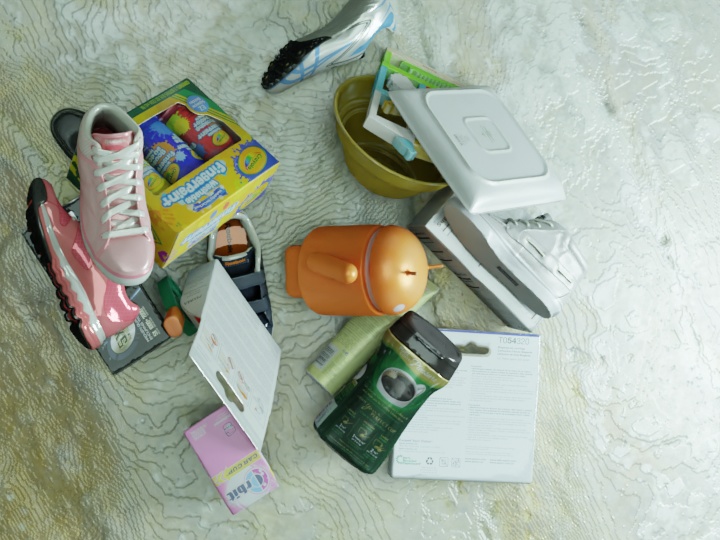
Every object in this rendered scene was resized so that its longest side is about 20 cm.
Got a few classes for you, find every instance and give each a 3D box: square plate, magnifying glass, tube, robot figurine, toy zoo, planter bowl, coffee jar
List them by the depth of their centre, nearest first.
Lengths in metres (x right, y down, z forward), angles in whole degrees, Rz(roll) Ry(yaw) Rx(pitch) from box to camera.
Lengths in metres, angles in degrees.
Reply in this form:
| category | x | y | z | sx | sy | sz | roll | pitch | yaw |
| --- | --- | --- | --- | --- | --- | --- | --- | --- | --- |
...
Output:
| category | x | y | z | sx | sy | sz | roll | pitch | yaw |
| --- | --- | --- | --- | --- | --- | --- | --- | --- | --- |
| magnifying glass | -0.223 | 0.052 | 1.552 | 0.022 | 0.200 | 0.080 | -30 | 99 | 0 |
| square plate | 0.154 | -0.162 | 1.600 | 0.197 | 0.028 | 0.201 | -9 | 59 | -45 |
| robot figurine | -0.001 | 0.001 | 1.608 | 0.144 | 0.198 | 0.118 | 57 | 42 | -44 |
| toy zoo | 0.074 | -0.201 | 1.623 | 0.130 | 0.201 | 0.021 | 24 | 130 | -10 |
| coffee jar | 0.037 | 0.153 | 1.624 | 0.104 | 0.085 | 0.200 | 39 | 96 | -3 |
| planter bowl | 0.040 | -0.154 | 1.635 | 0.199 | 0.201 | 0.084 | 25 | 130 | -10 |
| tube | 0.013 | 0.076 | 1.671 | 0.058 | 0.052 | 0.200 | 43 | 83 | -13 |

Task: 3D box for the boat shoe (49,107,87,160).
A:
| category | x | y | z | sx | sy | sz | roll | pitch | yaw |
| --- | --- | --- | --- | --- | --- | --- | --- | --- | --- |
| boat shoe | -0.306 | -0.137 | 1.604 | 0.200 | 0.068 | 0.072 | 41 | 86 | -7 |

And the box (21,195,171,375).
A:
| category | x | y | z | sx | sy | sz | roll | pitch | yaw |
| --- | --- | --- | --- | --- | --- | --- | --- | --- | --- |
| box | -0.318 | 0.016 | 1.553 | 0.086 | 0.164 | 0.201 | -33 | 97 | -8 |

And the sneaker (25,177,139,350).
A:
| category | x | y | z | sx | sy | sz | roll | pitch | yaw |
| --- | --- | --- | --- | --- | --- | --- | --- | --- | --- |
| sneaker | -0.315 | -0.016 | 1.446 | 0.086 | 0.074 | 0.202 | -24 | 98 | -24 |

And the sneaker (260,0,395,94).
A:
| category | x | y | z | sx | sy | sz | roll | pitch | yaw |
| --- | --- | --- | --- | --- | --- | --- | --- | --- | --- |
| sneaker | -0.039 | -0.285 | 1.651 | 0.199 | 0.072 | 0.073 | -35 | 123 | -1 |

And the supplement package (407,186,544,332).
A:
| category | x | y | z | sx | sy | sz | roll | pitch | yaw |
| --- | --- | --- | --- | --- | --- | --- | --- | --- | --- |
| supplement package | 0.176 | -0.030 | 1.668 | 0.200 | 0.109 | 0.114 | 44 | 84 | -8 |

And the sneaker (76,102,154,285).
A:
| category | x | y | z | sx | sy | sz | roll | pitch | yaw |
| --- | --- | --- | --- | --- | --- | --- | --- | --- | --- |
| sneaker | -0.269 | -0.090 | 1.390 | 0.074 | 0.105 | 0.202 | -8 | 67 | -20 |

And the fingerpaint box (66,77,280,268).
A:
| category | x | y | z | sx | sy | sz | roll | pitch | yaw |
| --- | --- | --- | --- | --- | --- | --- | --- | --- | --- |
| fingerpaint box | -0.224 | -0.123 | 1.542 | 0.167 | 0.074 | 0.200 | 43 | 46 | 8 |

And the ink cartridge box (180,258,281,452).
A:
| category | x | y | z | sx | sy | sz | roll | pitch | yaw |
| --- | --- | --- | --- | --- | --- | --- | --- | --- | --- |
| ink cartridge box | -0.162 | 0.105 | 1.524 | 0.047 | 0.201 | 0.161 | -23 | 118 | 18 |

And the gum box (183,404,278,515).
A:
| category | x | y | z | sx | sy | sz | roll | pitch | yaw |
| --- | --- | --- | --- | --- | --- | --- | --- | --- | --- |
| gum box | -0.160 | 0.228 | 1.571 | 0.066 | 0.200 | 0.114 | -32 | 88 | -8 |

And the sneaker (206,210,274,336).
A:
| category | x | y | z | sx | sy | sz | roll | pitch | yaw |
| --- | --- | --- | --- | --- | --- | --- | --- | --- | --- |
| sneaker | -0.157 | 0.015 | 1.626 | 0.078 | 0.079 | 0.202 | -15 | 95 | -10 |

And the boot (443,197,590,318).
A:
| category | x | y | z | sx | sy | sz | roll | pitch | yaw |
| --- | --- | --- | --- | --- | --- | --- | --- | --- | --- |
| boot | 0.198 | -0.040 | 1.589 | 0.200 | 0.073 | 0.096 | 46 | 73 | -12 |

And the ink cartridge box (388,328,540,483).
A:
| category | x | y | z | sx | sy | sz | roll | pitch | yaw |
| --- | --- | --- | --- | --- | --- | --- | --- | --- | --- |
| ink cartridge box | 0.139 | 0.179 | 1.699 | 0.194 | 0.043 | 0.203 | 4 | 89 | -8 |
